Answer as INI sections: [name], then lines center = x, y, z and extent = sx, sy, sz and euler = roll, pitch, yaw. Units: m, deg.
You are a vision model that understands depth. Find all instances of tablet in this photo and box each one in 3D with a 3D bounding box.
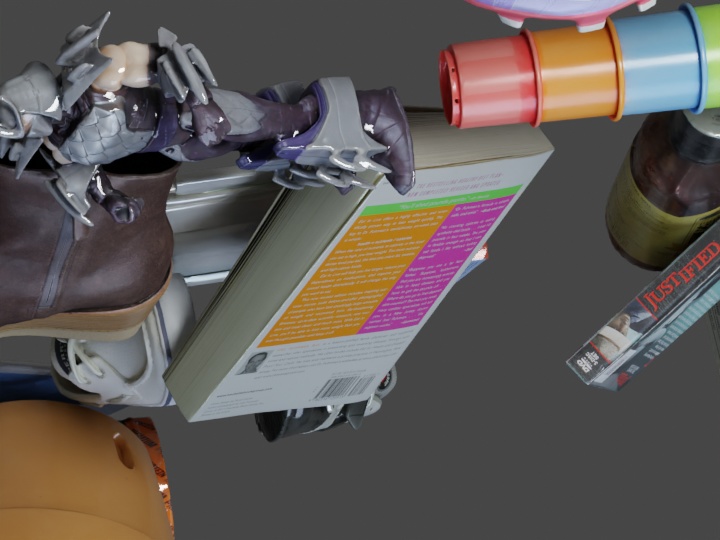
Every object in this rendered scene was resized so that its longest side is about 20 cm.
[tablet]
center = -0.225, 0.080, 1.726
extent = 0.130, 0.014, 0.200
euler = -24, 161, 38

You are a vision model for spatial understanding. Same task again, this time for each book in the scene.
[book]
center = 0.000, 0.000, 1.406
extent = 0.134, 0.048, 0.200
euler = -3, 140, -43

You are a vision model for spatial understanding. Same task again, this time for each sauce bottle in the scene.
[sauce bottle]
center = 0.172, -0.054, 1.434
extent = 0.066, 0.066, 0.200
euler = -10, 166, -5

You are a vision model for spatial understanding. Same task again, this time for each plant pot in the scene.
[plant pot]
center = -0.191, 0.169, 1.584
extent = 0.200, 0.140, 0.200
euler = -2, 141, -2

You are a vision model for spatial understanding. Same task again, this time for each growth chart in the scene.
[growth chart]
center = -0.066, -0.024, 1.465
extent = 0.145, 0.018, 0.200
euler = -7, 164, -17

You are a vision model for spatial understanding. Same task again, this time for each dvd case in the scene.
[dvd case]
center = 0.200, -0.008, 1.491
extent = 0.200, 0.022, 0.146
euler = -44, 169, 6

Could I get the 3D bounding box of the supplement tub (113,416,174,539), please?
[supplement tub]
center = -0.225, 0.155, 1.737
extent = 0.200, 0.123, 0.123
euler = -9, 164, -12

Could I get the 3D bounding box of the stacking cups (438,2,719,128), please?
[stacking cups]
center = 0.138, -0.093, 1.279
extent = 0.200, 0.061, 0.061
euler = -10, 164, -6

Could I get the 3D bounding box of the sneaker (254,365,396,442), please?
[sneaker]
center = -0.023, 0.058, 1.590
extent = 0.088, 0.074, 0.200
euler = -8, 180, -2

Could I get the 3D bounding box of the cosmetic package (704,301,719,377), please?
[cosmetic package]
center = 0.292, 0.007, 1.664
extent = 0.073, 0.104, 0.200
euler = -5, 164, -26

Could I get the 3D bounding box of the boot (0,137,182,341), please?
[boot]
center = -0.191, -0.018, 1.354
extent = 0.200, 0.072, 0.166
euler = -2, 148, -12

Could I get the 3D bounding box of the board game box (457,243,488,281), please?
[board game box]
center = -0.001, 0.011, 1.593
extent = 0.103, 0.019, 0.200
euler = -8, 170, -15

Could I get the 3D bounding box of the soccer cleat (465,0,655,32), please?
[soccer cleat]
center = 0.132, -0.148, 1.110
extent = 0.200, 0.067, 0.076
euler = -5, 133, -2

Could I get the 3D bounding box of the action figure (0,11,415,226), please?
[action figure]
center = -0.079, -0.065, 1.222
extent = 0.200, 0.069, 0.130
euler = 2, 165, -31

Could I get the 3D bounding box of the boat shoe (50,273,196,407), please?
[boat shoe]
center = -0.137, 0.045, 1.516
extent = 0.070, 0.071, 0.200
euler = -8, 177, -16
